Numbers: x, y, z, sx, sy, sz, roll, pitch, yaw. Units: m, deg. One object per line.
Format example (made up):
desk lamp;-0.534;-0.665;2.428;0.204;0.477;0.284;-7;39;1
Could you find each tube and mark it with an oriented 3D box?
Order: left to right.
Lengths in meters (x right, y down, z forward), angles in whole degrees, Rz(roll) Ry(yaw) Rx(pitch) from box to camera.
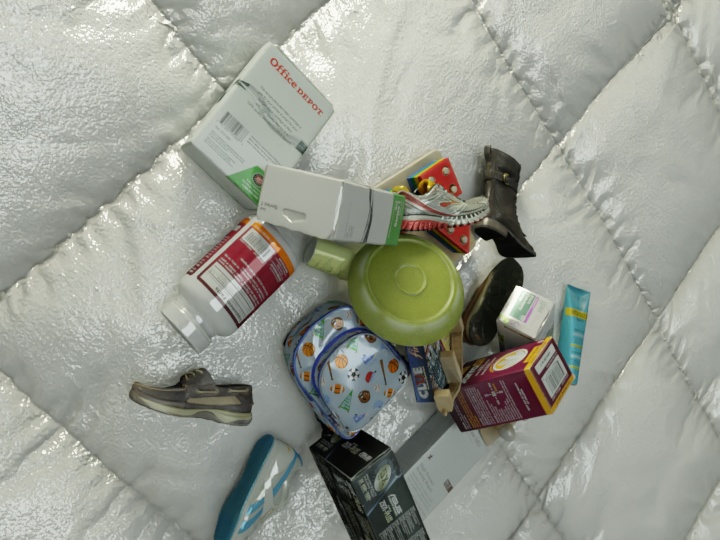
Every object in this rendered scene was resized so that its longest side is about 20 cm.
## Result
tube;0.000;0.000;1.096;0.196;0.058;0.053;23;91;-24
tube;0.449;0.137;1.372;0.076;0.050;0.206;17;80;-36

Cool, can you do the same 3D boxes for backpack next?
backpack;-0.028;0.153;1.052;0.200;0.154;0.191;-44;102;-16

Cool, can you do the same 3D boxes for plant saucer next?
plant saucer;0.077;0.020;1.032;0.194;0.031;0.205;6;59;-9

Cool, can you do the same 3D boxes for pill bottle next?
pill bottle;-0.196;0.021;0.964;0.200;0.112;0.114;-45;112;-18

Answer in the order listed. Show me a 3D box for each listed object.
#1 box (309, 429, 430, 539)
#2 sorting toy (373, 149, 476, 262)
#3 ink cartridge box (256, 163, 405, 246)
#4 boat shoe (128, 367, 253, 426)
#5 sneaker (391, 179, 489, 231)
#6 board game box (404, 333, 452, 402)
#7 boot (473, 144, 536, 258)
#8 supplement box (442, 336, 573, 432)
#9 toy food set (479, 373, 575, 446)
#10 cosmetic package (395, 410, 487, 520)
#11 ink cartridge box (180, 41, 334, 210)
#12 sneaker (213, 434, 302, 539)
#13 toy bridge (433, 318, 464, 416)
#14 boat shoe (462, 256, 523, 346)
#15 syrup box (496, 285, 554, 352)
box;0.015;0.376;1.075;0.085;0.163;0.204;-29;105;-23
sorting toy;0.116;-0.083;1.156;0.198;0.069;0.202;-33;108;-23
ink cartridge box;-0.040;-0.095;0.975;0.199;0.143;0.087;2;103;-61
boat shoe;-0.250;0.184;0.975;0.197;0.074;0.075;20;73;-37
sneaker;0.135;-0.112;1.081;0.195;0.077;0.085;-6;95;-28
board game box;0.126;0.122;1.127;0.200;0.034;0.139;-36;116;-65
boot;0.292;-0.129;1.252;0.198;0.068;0.179;29;66;-42
supplement box;0.250;0.199;1.119;0.110;0.198;0.087;-34;96;-46
toy food set;0.317;0.265;1.232;0.142;0.201;0.061;-32;74;-23
cosmetic package;0.133;0.353;1.191;0.199;0.074;0.103;-40;110;-20
ink cartridge box;-0.154;-0.217;0.989;0.146;0.083;0.202;42;74;-24
sneaker;-0.163;0.370;1.026;0.080;0.076;0.203;35;79;-28
toy bridge;0.155;0.167;1.103;0.202;0.027;0.068;-71;147;-49
boat shoe;0.241;0.057;1.233;0.076;0.073;0.201;46;61;-14
syrup box;0.311;0.120;1.212;0.080;0.080;0.201;-55;150;-18
